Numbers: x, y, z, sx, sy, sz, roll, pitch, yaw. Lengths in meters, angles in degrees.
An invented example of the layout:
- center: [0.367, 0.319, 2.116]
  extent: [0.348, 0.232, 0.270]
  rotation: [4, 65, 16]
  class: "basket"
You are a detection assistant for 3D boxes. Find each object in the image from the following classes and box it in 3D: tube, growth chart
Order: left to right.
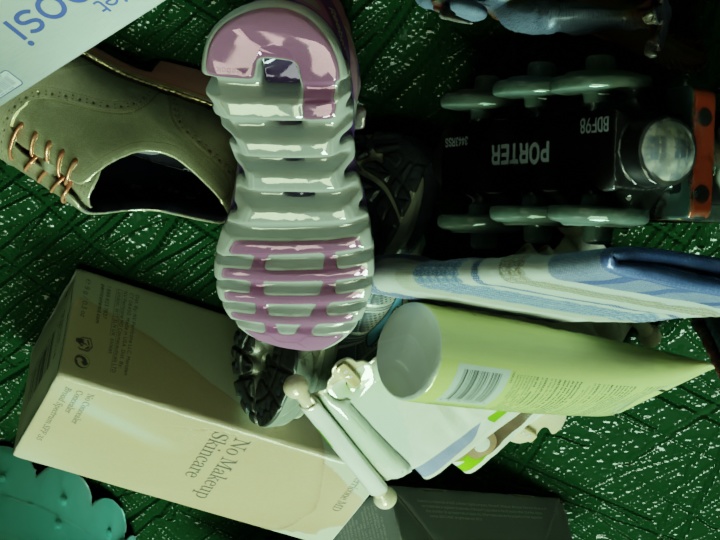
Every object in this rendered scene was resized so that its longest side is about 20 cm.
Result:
- center: [0.068, 0.054, 1.241]
  extent: [0.199, 0.018, 0.145]
  rotation: [-32, 134, -4]
  class: "growth chart"
- center: [0.097, 0.053, 1.212]
  extent: [0.199, 0.058, 0.052]
  rotation: [10, 103, -39]
  class: "tube"

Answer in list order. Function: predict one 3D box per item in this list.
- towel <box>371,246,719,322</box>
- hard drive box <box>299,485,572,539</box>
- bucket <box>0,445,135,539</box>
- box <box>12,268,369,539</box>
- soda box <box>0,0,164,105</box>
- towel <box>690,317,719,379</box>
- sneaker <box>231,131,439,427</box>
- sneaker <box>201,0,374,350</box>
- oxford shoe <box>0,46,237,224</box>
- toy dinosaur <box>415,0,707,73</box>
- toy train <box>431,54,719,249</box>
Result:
- center: [0.108, 0.005, 1.102]
  extent: [0.146, 0.024, 0.199]
  rotation: [9, 173, -34]
  class: "towel"
- center: [0.017, 0.211, 1.422]
  extent: [0.155, 0.077, 0.200]
  rotation: [9, 147, -41]
  class: "hard drive box"
- center: [-0.251, 0.218, 1.447]
  extent: [0.205, 0.135, 0.208]
  rotation: [3, 141, 2]
  class: "bucket"
- center: [-0.089, 0.081, 1.310]
  extent: [0.199, 0.078, 0.095]
  rotation: [17, 139, -15]
  class: "box"
- center: [-0.118, -0.155, 1.036]
  extent: [0.199, 0.069, 0.063]
  rotation: [-28, 130, 32]
  class: "soda box"
- center: [0.275, 0.103, 1.255]
  extent: [0.199, 0.147, 0.022]
  rotation: [28, 114, -25]
  class: "towel"
- center: [0.000, 0.000, 1.225]
  extent: [0.086, 0.078, 0.200]
  rotation: [-5, 141, -36]
  class: "sneaker"
- center: [-0.029, -0.056, 1.114]
  extent: [0.080, 0.089, 0.201]
  rotation: [3, 123, 7]
  class: "sneaker"
- center: [-0.150, -0.072, 1.134]
  extent: [0.198, 0.074, 0.071]
  rotation: [9, 141, -5]
  class: "oxford shoe"
- center: [0.052, -0.127, 1.036]
  extent: [0.180, 0.106, 0.200]
  rotation: [2, 148, 19]
  class: "toy dinosaur"
- center: [0.113, -0.053, 1.066]
  extent: [0.113, 0.086, 0.200]
  rotation: [1, 179, -26]
  class: "toy train"
